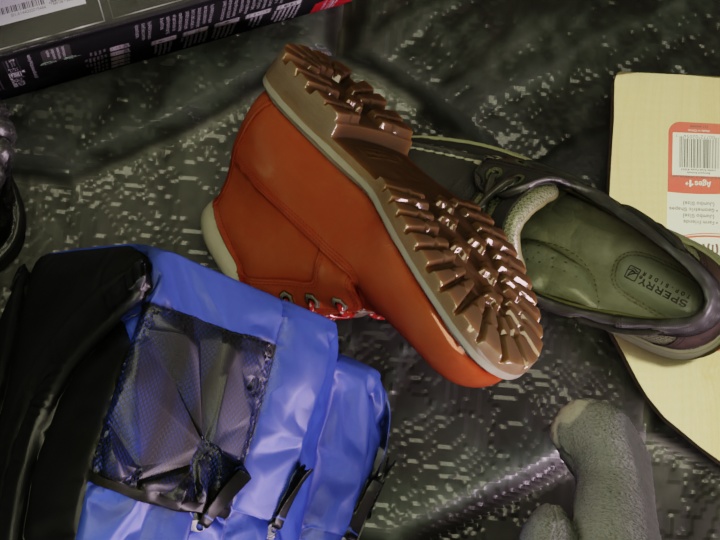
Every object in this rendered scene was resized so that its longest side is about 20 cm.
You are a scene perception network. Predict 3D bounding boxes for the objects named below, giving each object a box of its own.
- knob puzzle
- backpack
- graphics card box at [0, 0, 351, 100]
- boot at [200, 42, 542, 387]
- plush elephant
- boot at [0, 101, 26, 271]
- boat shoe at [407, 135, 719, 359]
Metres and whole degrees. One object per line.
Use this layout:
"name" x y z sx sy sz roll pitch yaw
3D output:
"knob puzzle" 0.204 0.011 0.967 0.218 0.030 0.221 0 82 -3
"backpack" -0.087 0.107 0.865 0.167 0.162 0.201 23 78 -20
"graphics card box" -0.098 -0.127 0.919 0.199 0.125 0.051 -17 90 -6
"boot" 0.000 0.000 0.896 0.107 0.075 0.200 -54 49 18
"plush elephant" 0.081 0.191 0.876 0.154 0.200 0.165 -25 121 24
"boot" -0.244 -0.018 0.875 0.210 0.158 0.080 -23 83 -7
"boat shoe" 0.077 -0.018 0.925 0.200 0.066 0.072 23 84 16
